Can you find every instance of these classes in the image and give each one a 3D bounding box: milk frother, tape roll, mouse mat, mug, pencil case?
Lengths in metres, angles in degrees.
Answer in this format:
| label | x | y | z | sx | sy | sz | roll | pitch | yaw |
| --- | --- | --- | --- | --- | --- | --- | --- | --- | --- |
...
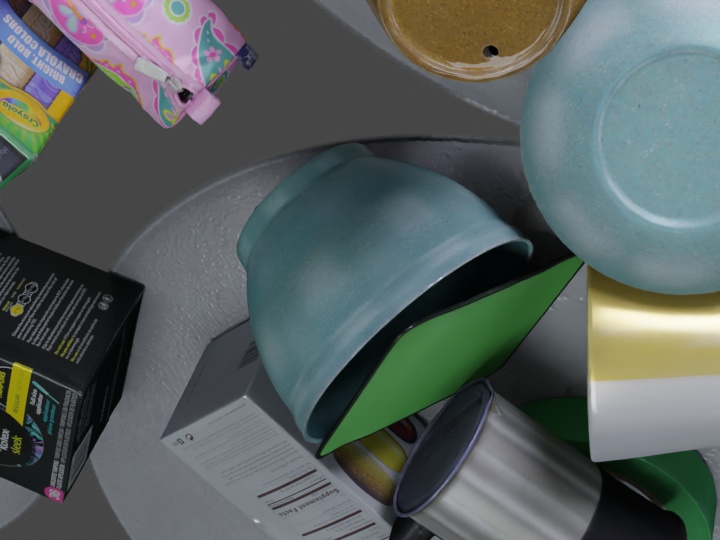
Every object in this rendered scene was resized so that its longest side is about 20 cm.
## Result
| label | x | y | z | sx | sy | sz | roll | pitch | yaw |
| --- | --- | --- | --- | --- | --- | --- | --- | --- | --- |
| milk frother | 0.115 | 0.214 | 1.040 | 0.187 | 0.200 | 0.181 | 34 | 101 | -10 |
| tape roll | 0.183 | 0.190 | 1.178 | 0.199 | 0.048 | 0.202 | 11 | 132 | 12 |
| mouse mat | 0.065 | 0.058 | 1.024 | 0.008 | 0.199 | 0.161 | 52 | 137 | 20 |
| mug | 0.226 | 0.045 | 0.966 | 0.152 | 0.151 | 0.187 | 0 | 152 | 11 |
| pencil case | -0.165 | -0.181 | 0.956 | 0.200 | 0.088 | 0.087 | 44 | 131 | -17 |

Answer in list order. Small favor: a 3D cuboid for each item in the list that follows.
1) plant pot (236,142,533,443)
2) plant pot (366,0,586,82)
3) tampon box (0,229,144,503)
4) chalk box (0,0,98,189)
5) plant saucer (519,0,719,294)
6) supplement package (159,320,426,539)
| label | x | y | z | sx | sy | sz | roll | pitch | yaw |
| --- | --- | --- | --- | --- | --- | --- | --- | --- | --- |
| plant pot | 0.000 | 0.000 | 0.999 | 0.134 | 0.200 | 0.201 | 50 | 136 | 16 |
| plant pot | 0.060 | -0.190 | 0.760 | 0.185 | 0.201 | 0.187 | 3 | 131 | 4 |
| tampon box | -0.301 | 0.066 | 1.201 | 0.199 | 0.127 | 0.151 | 21 | 134 | 2 |
| chalk box | -0.270 | -0.119 | 0.972 | 0.124 | 0.201 | 0.124 | 43 | 131 | -19 |
| plant saucer | 0.193 | -0.080 | 0.875 | 0.199 | 0.039 | 0.203 | 2 | 102 | 11 |
| supplement package | -0.039 | 0.141 | 1.176 | 0.109 | 0.114 | 0.200 | -29 | 117 | 39 |
